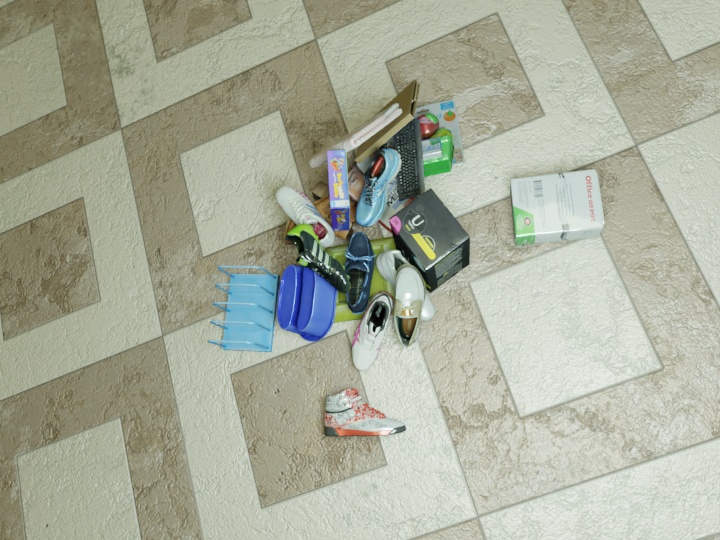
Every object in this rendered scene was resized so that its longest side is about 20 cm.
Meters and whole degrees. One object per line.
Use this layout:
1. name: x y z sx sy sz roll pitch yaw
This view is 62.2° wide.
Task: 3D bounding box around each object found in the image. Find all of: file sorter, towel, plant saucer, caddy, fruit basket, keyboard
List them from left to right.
1. file sorter: -0.299 0.095 1.519 0.136 0.123 0.204 1 75 13
2. caddy: -0.126 0.073 1.488 0.140 0.104 0.204 0 80 41
3. towel: -0.014 -0.325 1.449 0.191 0.199 0.032 -42 106 -30
4. plant saucer: 0.002 0.017 1.503 0.196 0.048 0.203 -9 74 11
5. keyboard: 0.099 -0.273 1.483 0.126 0.020 0.204 -12 75 35
6. fruit basket: 0.166 -0.344 1.534 0.182 0.094 0.204 -9 71 11

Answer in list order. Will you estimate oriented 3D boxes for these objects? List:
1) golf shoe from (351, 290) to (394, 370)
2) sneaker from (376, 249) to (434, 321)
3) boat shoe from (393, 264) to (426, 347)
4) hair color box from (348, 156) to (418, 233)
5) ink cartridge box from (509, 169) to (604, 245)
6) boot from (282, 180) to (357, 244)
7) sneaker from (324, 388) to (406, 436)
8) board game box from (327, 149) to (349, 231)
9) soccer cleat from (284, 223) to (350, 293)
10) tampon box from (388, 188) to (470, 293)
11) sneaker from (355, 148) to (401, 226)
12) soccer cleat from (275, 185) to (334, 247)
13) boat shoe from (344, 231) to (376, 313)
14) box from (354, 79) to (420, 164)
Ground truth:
1. golf shoe: 0.022 0.149 1.421 0.071 0.092 0.203 18 101 6
2. sneaker: 0.113 0.037 1.431 0.070 0.080 0.201 -38 91 -22
3. boat shoe: 0.113 0.086 1.385 0.073 0.069 0.203 1 119 15
4. hair color box: 0.053 -0.193 1.538 0.199 0.064 0.111 41 89 21
5. ink cartridge box: 0.461 -0.147 1.413 0.196 0.084 0.149 -4 75 13
6. boot: -0.096 -0.118 1.558 0.154 0.077 0.201 36 79 15
7. sneaker: 0.008 0.333 1.410 0.198 0.067 0.110 -5 77 15
8. board game box: -0.051 -0.186 1.427 0.044 0.200 0.137 -3 80 -2
9. soccer cleat: -0.102 -0.020 1.405 0.081 0.068 0.201 -32 79 -38
10. tampon box: 0.164 -0.063 1.399 0.125 0.200 0.151 -36 70 -3
11. sneaker: 0.026 -0.206 1.455 0.078 0.090 0.203 23 99 27
12. soccer cleat: -0.139 -0.141 1.486 0.200 0.086 0.070 45 93 7
13. boat shoe: 0.000 0.000 1.446 0.083 0.069 0.204 -7 74 12
14. box: 0.067 -0.376 1.511 0.199 0.021 0.165 -33 32 37
